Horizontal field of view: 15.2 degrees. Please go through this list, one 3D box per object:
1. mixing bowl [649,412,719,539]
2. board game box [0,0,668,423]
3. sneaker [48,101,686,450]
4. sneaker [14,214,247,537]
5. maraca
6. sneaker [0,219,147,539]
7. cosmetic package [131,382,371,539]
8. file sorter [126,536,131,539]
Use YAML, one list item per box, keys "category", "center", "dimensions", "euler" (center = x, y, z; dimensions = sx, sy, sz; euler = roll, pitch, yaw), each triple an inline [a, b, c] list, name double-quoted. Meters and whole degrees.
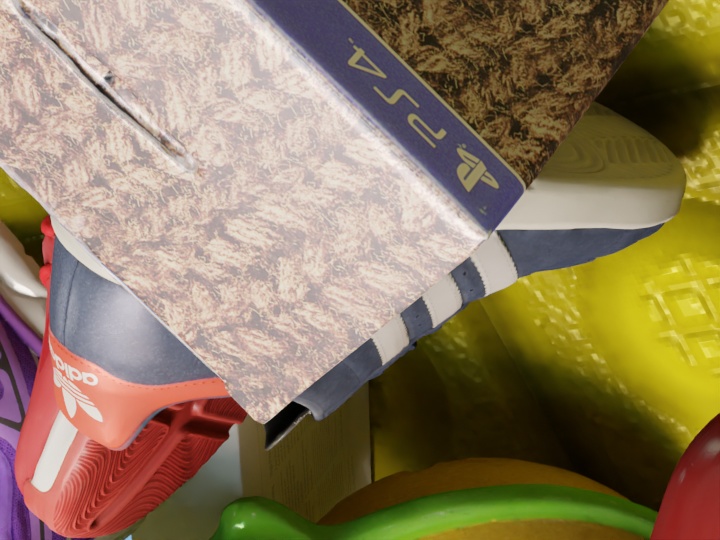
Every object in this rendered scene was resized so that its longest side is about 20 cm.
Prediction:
- category: "mixing bowl"
  center: [0.154, 0.078, 0.702]
  dimensions: [0.200, 0.200, 0.109]
  euler: [-4, 98, 37]
- category: "board game box"
  center: [-0.009, -0.096, 0.633]
  dimensions: [0.159, 0.200, 0.097]
  euler: [43, 138, -6]
- category: "sneaker"
  center: [0.000, 0.000, 0.719]
  dimensions: [0.075, 0.200, 0.085]
  euler: [43, 129, 41]
- category: "sneaker"
  center: [-0.069, -0.031, 0.777]
  dimensions: [0.115, 0.200, 0.078]
  euler: [27, 177, 28]
- category: "maraca"
  center: [0.017, 0.114, 0.833]
  dimensions: [0.199, 0.107, 0.137]
  euler: [5, 127, -21]
- category: "sneaker"
  center: [-0.145, 0.011, 0.811]
  dimensions: [0.200, 0.083, 0.081]
  euler: [46, 142, 13]
- category: "cosmetic package"
  center: [-0.036, 0.075, 0.887]
  dimensions: [0.051, 0.083, 0.200]
  euler: [17, 133, 21]
- category: "file sorter"
  center: [-0.122, 0.153, 0.983]
  dimensions: [0.138, 0.123, 0.200]
  euler: [1, 126, 33]
